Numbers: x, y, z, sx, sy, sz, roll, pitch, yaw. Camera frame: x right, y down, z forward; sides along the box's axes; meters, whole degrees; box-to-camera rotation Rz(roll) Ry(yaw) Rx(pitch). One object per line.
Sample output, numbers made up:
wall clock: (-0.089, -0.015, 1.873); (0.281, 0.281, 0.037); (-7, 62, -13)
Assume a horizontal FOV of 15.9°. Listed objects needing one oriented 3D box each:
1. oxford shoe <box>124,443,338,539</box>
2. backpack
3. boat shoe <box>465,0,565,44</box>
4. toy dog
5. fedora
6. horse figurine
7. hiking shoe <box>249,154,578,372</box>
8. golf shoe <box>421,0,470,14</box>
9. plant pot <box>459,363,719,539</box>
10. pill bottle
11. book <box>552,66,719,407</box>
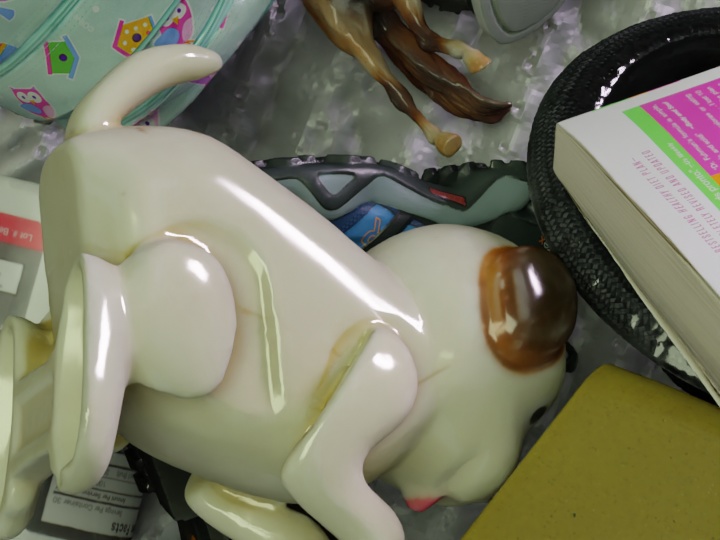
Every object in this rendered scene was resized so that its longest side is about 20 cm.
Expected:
oxford shoe: (-0.030, 0.113, 1.028); (0.084, 0.073, 0.200); (-25, 115, -17)
backpack: (-0.115, -0.132, 1.034); (0.126, 0.200, 0.167); (30, 94, -22)
boat shoe: (0.052, -0.175, 0.977); (0.076, 0.200, 0.060); (-33, 54, -30)
toy dog: (-0.023, 0.027, 0.937); (0.200, 0.140, 0.194); (10, 63, -20)
fedora: (0.154, -0.006, 1.002); (0.200, 0.092, 0.201); (2, 51, -2)
horse figurine: (0.000, -0.127, 1.021); (0.050, 0.200, 0.133); (-35, 51, -6)
hiking shoe: (0.000, 0.000, 1.022); (0.200, 0.074, 0.087); (0, 87, -20)
golf shoe: (0.100, -0.172, 1.047); (0.200, 0.094, 0.078); (-27, 80, 10)
plant pot: (0.125, 0.146, 0.956); (0.176, 0.200, 0.200); (38, 92, 18)
pill bottle: (-0.139, 0.067, 1.061); (0.111, 0.111, 0.200); (14, 86, 13)
book: (0.188, -0.037, 0.938); (0.200, 0.048, 0.134); (-19, 49, -18)
